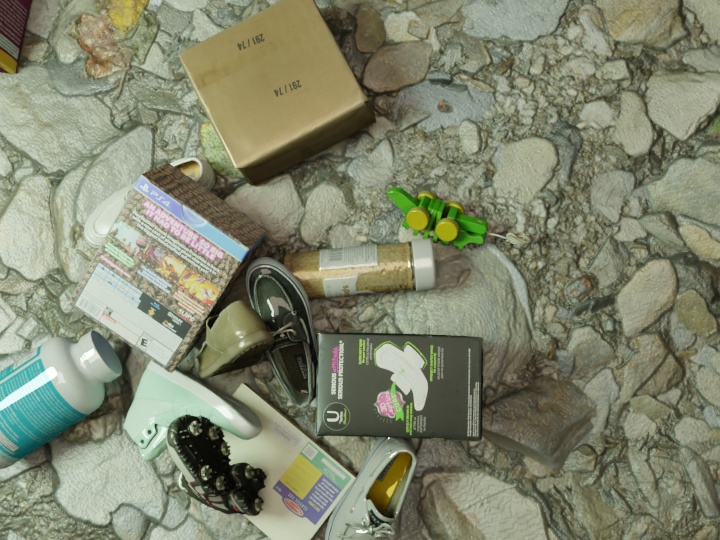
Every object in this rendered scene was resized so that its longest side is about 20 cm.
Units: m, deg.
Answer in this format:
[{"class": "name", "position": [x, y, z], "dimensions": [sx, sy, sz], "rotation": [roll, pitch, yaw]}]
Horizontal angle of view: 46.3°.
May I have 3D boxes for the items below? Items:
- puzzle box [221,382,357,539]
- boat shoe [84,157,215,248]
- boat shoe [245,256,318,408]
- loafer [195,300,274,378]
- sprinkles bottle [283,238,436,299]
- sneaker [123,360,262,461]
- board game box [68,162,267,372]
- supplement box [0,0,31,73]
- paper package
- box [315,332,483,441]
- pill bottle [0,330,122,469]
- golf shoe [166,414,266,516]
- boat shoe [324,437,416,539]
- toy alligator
[{"class": "puzzle box", "position": [-0.120, 0.263, 1.112], "dimensions": [0.199, 0.025, 0.133], "rotation": [39, 87, 7]}, {"class": "boat shoe", "position": [-0.292, -0.094, 1.140], "dimensions": [0.198, 0.070, 0.071], "rotation": [-27, 83, 0]}, {"class": "boat shoe", "position": [-0.092, 0.081, 1.071], "dimensions": [0.071, 0.071, 0.202], "rotation": [-20, 107, 11]}, {"class": "loafer", "position": [-0.161, 0.087, 1.058], "dimensions": [0.075, 0.200, 0.068], "rotation": [-12, 79, -31]}, {"class": "sprinkles bottle", "position": [0.000, 0.000, 1.112], "dimensions": [0.197, 0.068, 0.069], "rotation": [-5, 83, 4]}, {"class": "sneaker", "position": [-0.219, 0.204, 1.080], "dimensions": [0.199, 0.074, 0.119], "rotation": [20, 80, 32]}, {"class": "board game box", "position": [-0.243, -0.005, 1.071], "dimensions": [0.159, 0.097, 0.201], "rotation": [35, 107, -3]}, {"class": "supplement box", "position": [-0.528, -0.393, 1.157], "dimensions": [0.102, 0.131, 0.202], "rotation": [9, 84, 5]}, {"class": "paper package", "position": [-0.110, -0.244, 1.129], "dimensions": [0.199, 0.103, 0.192], "rotation": [-28, 81, 1]}, {"class": "box", "position": [0.049, 0.141, 1.053], "dimensions": [0.197, 0.149, 0.126], "rotation": [2, 85, 3]}, {"class": "pill bottle", "position": [-0.414, 0.162, 1.099], "dimensions": [0.199, 0.111, 0.111], "rotation": [-33, 83, 0]}, {"class": "golf shoe", "position": [-0.192, 0.245, 1.018], "dimensions": [0.087, 0.201, 0.078], "rotation": [-10, 47, 19]}, {"class": "boat shoe", "position": [0.018, 0.307, 1.057], "dimensions": [0.074, 0.086, 0.203], "rotation": [28, 93, -13]}, {"class": "toy alligator", "position": [0.123, -0.054, 1.121], "dimensions": [0.198, 0.059, 0.055], "rotation": [21, 127, 5]}]
